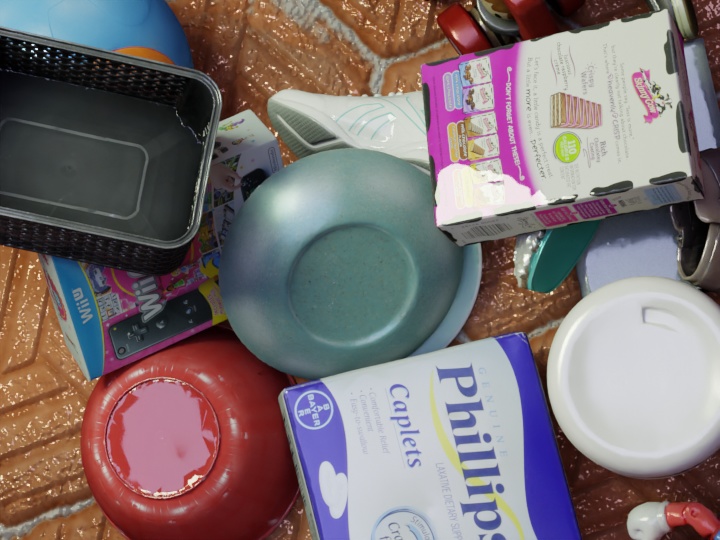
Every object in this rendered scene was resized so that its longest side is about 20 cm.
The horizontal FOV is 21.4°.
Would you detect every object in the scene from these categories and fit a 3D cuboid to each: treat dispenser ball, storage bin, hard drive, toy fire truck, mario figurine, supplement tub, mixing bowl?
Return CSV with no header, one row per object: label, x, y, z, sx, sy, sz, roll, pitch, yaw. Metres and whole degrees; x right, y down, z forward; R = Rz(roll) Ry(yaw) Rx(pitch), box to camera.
treat dispenser ball,-0.235,-0.154,1.542,0.199,0.201,0.203,-1,83,10
storage bin,-0.210,-0.086,1.386,0.199,0.094,0.136,12,75,-10
hard drive,0.230,-0.074,1.539,0.139,0.033,0.202,-12,82,8
toy fire truck,0.094,-0.251,1.514,0.112,0.168,0.201,-36,79,4
mario figurine,0.290,0.213,1.487,0.200,0.106,0.123,-43,42,-8
supplement tub,0.218,0.085,1.436,0.143,0.200,0.146,-1,83,10
mixing bowl,-0.148,0.138,1.542,0.199,0.108,0.202,-1,84,10

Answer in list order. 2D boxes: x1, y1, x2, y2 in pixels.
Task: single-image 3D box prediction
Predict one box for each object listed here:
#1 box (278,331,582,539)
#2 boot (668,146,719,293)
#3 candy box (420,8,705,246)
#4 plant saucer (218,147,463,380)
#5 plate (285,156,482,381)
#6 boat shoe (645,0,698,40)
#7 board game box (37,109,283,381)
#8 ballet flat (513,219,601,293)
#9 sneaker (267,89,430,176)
box,0.053,0.160,1.486,0.199,0.105,0.185,-14,81,-6
boot,0.306,-0.078,1.475,0.145,0.070,0.202,-1,84,-24
candy box,0.152,-0.106,1.445,0.199,0.061,0.137,-11,72,19
plant saucer,-0.011,0.005,1.495,0.199,0.039,0.202,-5,115,-11
plate,0.000,0.000,1.531,0.199,0.026,0.202,-5,114,-12
boat shoe,0.212,-0.267,1.549,0.066,0.072,0.202,-25,75,12
board game box,-0.152,-0.021,1.507,0.199,0.148,0.064,-24,37,-15
ballet flat,0.170,-0.075,1.508,0.072,0.072,0.201,31,87,12
sneaker,0.018,-0.113,1.570,0.199,0.071,0.080,20,58,20
